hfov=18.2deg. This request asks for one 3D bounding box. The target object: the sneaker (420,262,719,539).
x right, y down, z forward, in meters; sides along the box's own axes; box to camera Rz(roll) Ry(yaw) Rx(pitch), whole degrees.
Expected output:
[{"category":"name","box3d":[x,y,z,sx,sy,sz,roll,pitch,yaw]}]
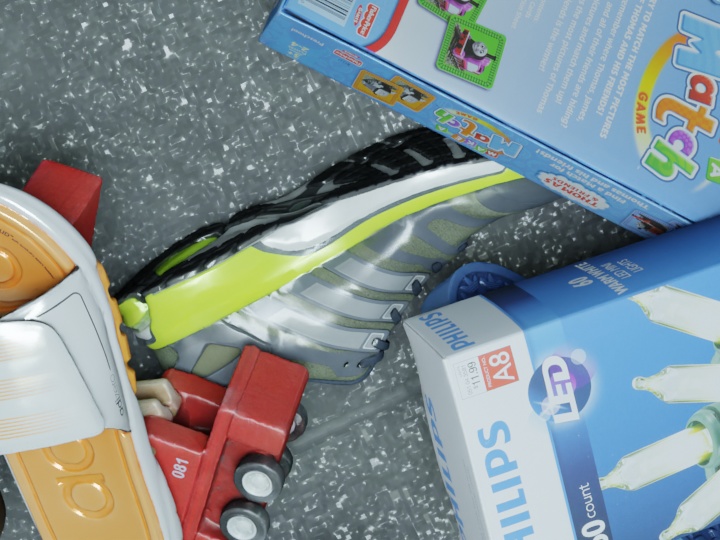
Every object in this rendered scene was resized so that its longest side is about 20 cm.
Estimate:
[{"category":"sneaker","box3d":[0.083,0.081,0.947,0.078,0.070,0.200,-28,116,40]}]

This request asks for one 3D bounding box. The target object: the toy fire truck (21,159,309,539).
[{"category":"toy fire truck","box3d":[-0.097,0.065,0.917,0.141,0.049,0.200,20,125,1]}]

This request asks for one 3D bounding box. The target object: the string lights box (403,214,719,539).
[{"category":"string lights box","box3d":[0.127,0.041,0.864,0.199,0.059,0.103,-19,108,-11]}]

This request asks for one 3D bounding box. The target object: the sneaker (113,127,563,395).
[{"category":"sneaker","box3d":[0.000,0.000,0.946,0.200,0.074,0.081,-23,108,6]}]

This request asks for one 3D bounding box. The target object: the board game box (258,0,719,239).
[{"category":"board game box","box3d":[0.077,-0.114,0.912,0.200,0.037,0.152,26,66,-9]}]

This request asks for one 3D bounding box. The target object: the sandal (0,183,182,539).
[{"category":"sandal","box3d":[-0.122,0.060,0.854,0.079,0.059,0.207,-10,119,22]}]

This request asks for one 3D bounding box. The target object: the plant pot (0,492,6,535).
[{"category":"plant pot","box3d":[-0.236,0.053,0.882,0.187,0.187,0.200,-38,115,1]}]
